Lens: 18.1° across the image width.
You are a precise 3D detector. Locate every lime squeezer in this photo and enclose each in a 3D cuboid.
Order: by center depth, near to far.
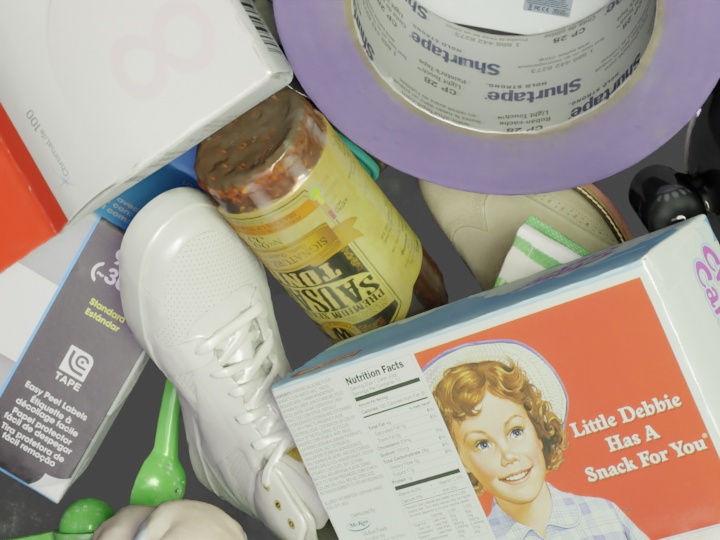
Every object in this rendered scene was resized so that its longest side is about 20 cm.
[{"bbox_3d":[-0.134,0.109,1.140,0.200,0.038,0.071,-41,98,16],"label":"lime squeezer"}]

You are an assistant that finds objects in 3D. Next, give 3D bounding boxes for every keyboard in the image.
[{"bbox_3d":[0.089,-0.133,1.049,0.199,0.011,0.056,10,128,0],"label":"keyboard"}]

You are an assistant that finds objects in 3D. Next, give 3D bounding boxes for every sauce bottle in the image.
[{"bbox_3d":[0.000,0.000,1.044,0.066,0.066,0.200,-31,128,13],"label":"sauce bottle"}]

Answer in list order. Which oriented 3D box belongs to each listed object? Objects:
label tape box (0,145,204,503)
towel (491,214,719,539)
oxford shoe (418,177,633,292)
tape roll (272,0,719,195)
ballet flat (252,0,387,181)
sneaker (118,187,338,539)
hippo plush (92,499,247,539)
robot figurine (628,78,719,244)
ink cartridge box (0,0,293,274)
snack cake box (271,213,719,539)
[{"bbox_3d":[-0.154,-0.012,1.083,0.143,0.066,0.200,31,103,0],"label":"label tape box"},{"bbox_3d":[0.096,0.094,1.008,0.152,0.023,0.200,32,121,18],"label":"towel"},{"bbox_3d":[0.092,0.011,1.043,0.200,0.074,0.071,45,126,17],"label":"oxford shoe"},{"bbox_3d":[0.065,-0.137,0.989,0.199,0.085,0.200,3,128,4],"label":"tape roll"},{"bbox_3d":[-0.074,-0.102,1.054,0.199,0.073,0.073,17,107,-3],"label":"ballet flat"},{"bbox_3d":[-0.039,0.056,1.040,0.074,0.115,0.200,-38,138,-20],"label":"sneaker"},{"bbox_3d":[-0.095,0.213,1.053,0.159,0.161,0.200,43,149,-8],"label":"hippo plush"},{"bbox_3d":[0.210,-0.039,0.975,0.150,0.200,0.125,29,100,-11],"label":"robot figurine"},{"bbox_3d":[-0.152,-0.099,0.992,0.200,0.057,0.163,-32,84,8],"label":"ink cartridge box"},{"bbox_3d":[0.073,0.064,0.957,0.200,0.067,0.115,-20,96,35],"label":"snack cake box"}]
